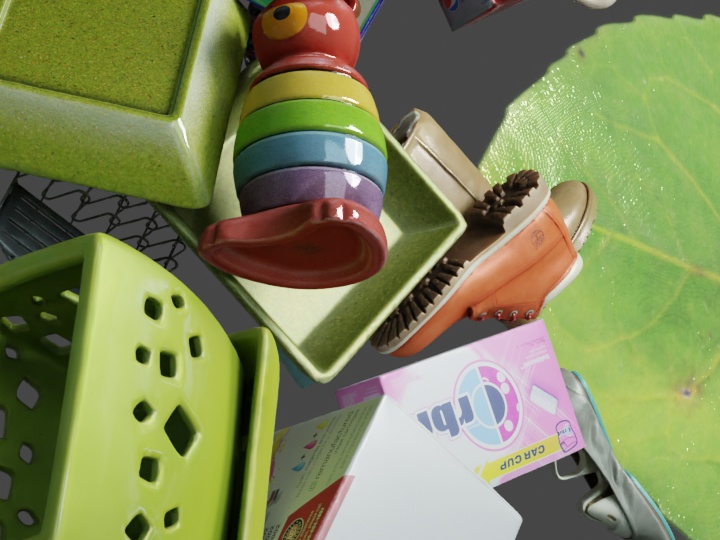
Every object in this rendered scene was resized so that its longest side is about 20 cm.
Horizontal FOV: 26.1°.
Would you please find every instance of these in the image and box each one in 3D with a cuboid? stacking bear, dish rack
[{"bbox_3d":[-0.036,-0.099,1.054,0.114,0.121,0.202,35,49,-57],"label":"stacking bear"},{"bbox_3d":[-0.174,-0.064,1.126,0.153,0.054,0.201,38,55,-25],"label":"dish rack"}]

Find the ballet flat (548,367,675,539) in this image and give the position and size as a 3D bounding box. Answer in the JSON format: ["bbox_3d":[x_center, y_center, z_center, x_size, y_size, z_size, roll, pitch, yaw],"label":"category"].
[{"bbox_3d":[0.207,0.182,1.379,0.063,0.067,0.201,-32,98,-14],"label":"ballet flat"}]

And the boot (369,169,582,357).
[{"bbox_3d":[0.101,0.020,1.291,0.200,0.075,0.108,-41,116,-11],"label":"boot"}]

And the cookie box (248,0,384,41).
[{"bbox_3d":[-0.073,-0.259,1.171,0.199,0.076,0.171,28,22,-9],"label":"cookie box"}]

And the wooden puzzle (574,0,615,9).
[{"bbox_3d":[0.153,-0.326,1.416,0.199,0.037,0.186,22,40,0],"label":"wooden puzzle"}]

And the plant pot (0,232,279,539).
[{"bbox_3d":[-0.167,0.113,0.986,0.181,0.198,0.202,24,61,-40],"label":"plant pot"}]

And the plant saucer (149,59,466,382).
[{"bbox_3d":[-0.048,-0.043,1.132,0.200,0.048,0.200,48,53,-5],"label":"plant saucer"}]

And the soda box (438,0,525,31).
[{"bbox_3d":[0.152,-0.292,1.474,0.199,0.063,0.070,-29,95,-43],"label":"soda box"}]

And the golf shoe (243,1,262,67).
[{"bbox_3d":[-0.042,-0.143,1.267,0.092,0.072,0.202,21,52,-71],"label":"golf shoe"}]

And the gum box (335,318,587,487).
[{"bbox_3d":[0.088,0.121,1.273,0.199,0.066,0.114,-17,86,-38],"label":"gum box"}]

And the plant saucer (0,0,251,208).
[{"bbox_3d":[-0.181,-0.149,1.063,0.198,0.048,0.201,12,51,-5],"label":"plant saucer"}]

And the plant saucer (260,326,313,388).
[{"bbox_3d":[0.000,0.000,1.239,0.200,0.019,0.070,-52,126,-25],"label":"plant saucer"}]

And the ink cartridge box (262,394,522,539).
[{"bbox_3d":[-0.022,0.201,1.074,0.145,0.199,0.146,42,53,-19],"label":"ink cartridge box"}]

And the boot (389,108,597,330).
[{"bbox_3d":[0.109,-0.069,1.363,0.200,0.066,0.176,43,55,-21],"label":"boot"}]
